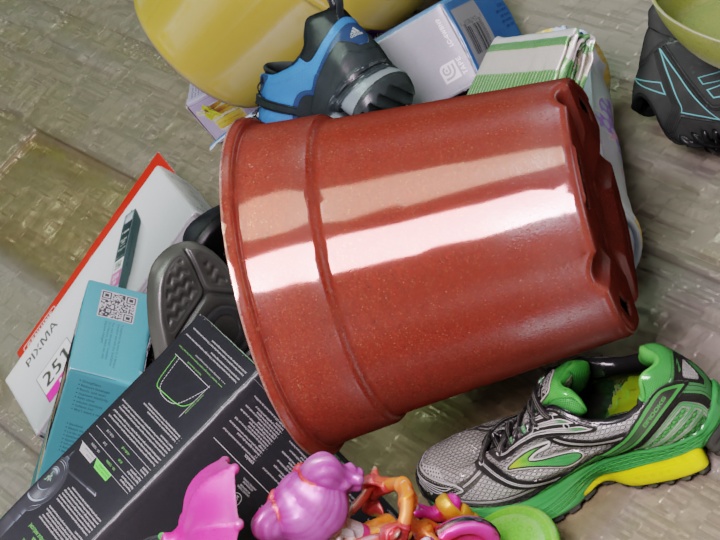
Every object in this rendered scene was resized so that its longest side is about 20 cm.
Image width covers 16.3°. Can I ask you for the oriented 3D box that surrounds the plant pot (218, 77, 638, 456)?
[{"bbox_3d":[0.046,-0.014,1.420,0.194,0.201,0.202,-15,40,14],"label":"plant pot"}]

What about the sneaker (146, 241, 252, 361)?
[{"bbox_3d":[-0.100,0.067,1.595,0.076,0.200,0.114,-37,29,-22],"label":"sneaker"}]

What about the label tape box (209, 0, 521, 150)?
[{"bbox_3d":[0.007,-0.124,1.771,0.199,0.066,0.143,-30,3,21],"label":"label tape box"}]

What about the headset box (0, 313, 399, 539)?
[{"bbox_3d":[-0.097,0.164,1.502,0.200,0.174,0.093,-46,34,-5],"label":"headset box"}]

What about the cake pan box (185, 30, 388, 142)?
[{"bbox_3d":[-0.048,-0.214,1.997,0.183,0.052,0.201,-25,37,21],"label":"cake pan box"}]

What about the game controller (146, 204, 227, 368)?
[{"bbox_3d":[-0.101,0.035,1.654,0.042,0.201,0.104,28,33,14],"label":"game controller"}]

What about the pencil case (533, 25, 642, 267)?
[{"bbox_3d":[0.131,-0.070,1.613,0.091,0.083,0.201,-49,27,32],"label":"pencil case"}]

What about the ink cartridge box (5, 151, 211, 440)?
[{"bbox_3d":[-0.191,0.012,1.853,0.201,0.043,0.174,-54,33,7],"label":"ink cartridge box"}]

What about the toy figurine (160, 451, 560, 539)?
[{"bbox_3d":[-0.016,0.162,1.388,0.200,0.184,0.151,-40,37,13],"label":"toy figurine"}]

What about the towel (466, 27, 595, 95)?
[{"bbox_3d":[0.081,-0.053,1.573,0.152,0.023,0.201,8,78,70],"label":"towel"}]

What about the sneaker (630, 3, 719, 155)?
[{"bbox_3d":[0.238,-0.103,1.572,0.080,0.075,0.200,-64,34,11],"label":"sneaker"}]

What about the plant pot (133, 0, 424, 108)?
[{"bbox_3d":[-0.061,-0.228,1.830,0.189,0.200,0.201,-44,29,27],"label":"plant pot"}]

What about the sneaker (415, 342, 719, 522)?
[{"bbox_3d":[0.114,0.087,1.450,0.199,0.085,0.078,-23,38,29],"label":"sneaker"}]

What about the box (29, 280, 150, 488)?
[{"bbox_3d":[-0.182,0.106,1.664,0.083,0.049,0.201,-83,10,-46],"label":"box"}]

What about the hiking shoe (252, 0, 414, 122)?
[{"bbox_3d":[-0.040,-0.096,1.677,0.074,0.087,0.200,-15,-22,-46],"label":"hiking shoe"}]

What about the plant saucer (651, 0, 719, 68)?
[{"bbox_3d":[0.274,-0.151,1.525,0.198,0.031,0.200,0,26,0],"label":"plant saucer"}]
